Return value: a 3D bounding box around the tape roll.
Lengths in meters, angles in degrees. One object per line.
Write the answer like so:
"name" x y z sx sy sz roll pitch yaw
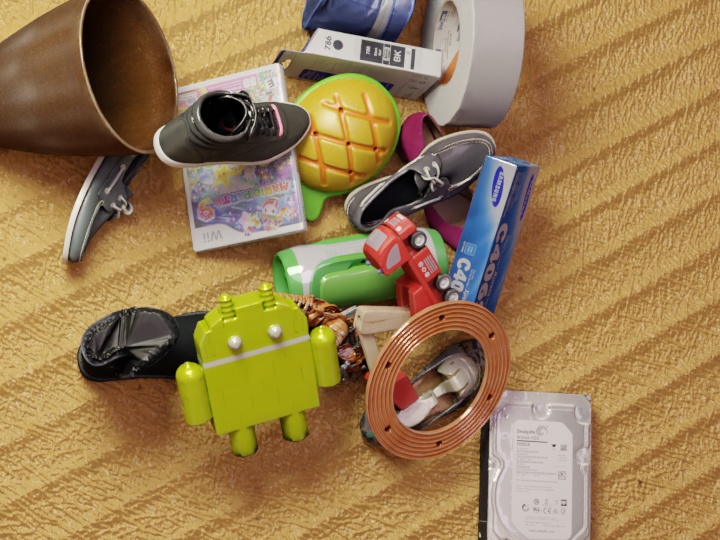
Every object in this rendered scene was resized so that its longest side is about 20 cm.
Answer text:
"tape roll" 0.133 -0.274 1.657 0.066 0.200 0.201 2 81 -15

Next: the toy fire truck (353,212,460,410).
"toy fire truck" 0.042 0.048 1.566 0.141 0.049 0.200 -39 122 -10

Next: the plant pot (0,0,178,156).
"plant pot" -0.336 -0.202 1.513 0.200 0.187 0.187 -11 82 23

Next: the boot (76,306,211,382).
"boot" -0.216 0.081 1.517 0.200 0.168 0.077 -8 83 -17

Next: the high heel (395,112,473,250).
"high heel" 0.109 -0.101 1.676 0.067 0.096 0.200 -39 93 -18

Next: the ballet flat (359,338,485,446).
"ballet flat" 0.092 0.149 1.646 0.200 0.072 0.072 -33 91 -18

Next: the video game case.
"video game case" -0.144 -0.132 1.611 0.143 0.018 0.200 -11 83 17

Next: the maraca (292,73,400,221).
"maraca" -0.041 -0.148 1.640 0.200 0.107 0.137 -43 108 3

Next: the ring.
"ring" 0.089 0.126 1.583 0.200 0.019 0.201 -14 118 -27

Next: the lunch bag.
"lunch bag" 0.017 -0.380 1.675 0.132 0.136 0.200 14 76 -14

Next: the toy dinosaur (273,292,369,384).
"toy dinosaur" -0.056 0.078 1.581 0.136 0.102 0.200 -41 118 1

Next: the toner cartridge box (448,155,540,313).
"toner cartridge box" 0.155 -0.037 1.642 0.043 0.095 0.200 21 102 21

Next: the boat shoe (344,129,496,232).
"boat shoe" 0.076 -0.101 1.625 0.200 0.063 0.073 -27 109 2

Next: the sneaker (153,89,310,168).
"sneaker" -0.120 -0.161 1.506 0.200 0.099 0.071 -14 83 -36

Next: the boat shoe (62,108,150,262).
"boat shoe" -0.287 -0.094 1.576 0.062 0.073 0.200 23 71 -7

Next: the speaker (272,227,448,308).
"speaker" 0.000 0.000 1.635 0.200 0.088 0.089 -9 84 -17

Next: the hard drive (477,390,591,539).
"hard drive" 0.216 0.250 1.682 0.139 0.038 0.200 6 79 -15

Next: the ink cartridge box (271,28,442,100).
"ink cartridge box" -0.009 -0.254 1.666 0.200 0.099 0.039 7 79 -16

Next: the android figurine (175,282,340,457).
"android figurine" -0.112 0.107 1.491 0.182 0.041 0.200 -13 118 -16
